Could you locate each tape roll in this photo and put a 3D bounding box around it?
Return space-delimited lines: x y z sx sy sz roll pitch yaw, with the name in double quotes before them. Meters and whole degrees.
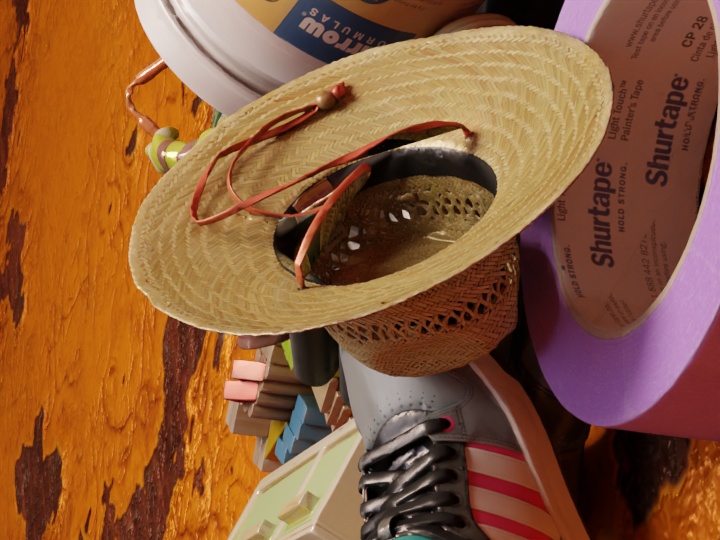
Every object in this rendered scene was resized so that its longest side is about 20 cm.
"tape roll" 0.125 -0.040 0.763 0.200 0.065 0.201 -172 90 -73

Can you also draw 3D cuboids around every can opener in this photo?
"can opener" 0.000 0.000 0.960 0.067 0.053 0.200 -60 -11 -19

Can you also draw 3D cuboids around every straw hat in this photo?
"straw hat" 0.017 -0.007 0.810 0.201 0.201 0.085 -116 0 -60

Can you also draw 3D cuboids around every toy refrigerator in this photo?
"toy refrigerator" -0.016 0.132 1.078 0.076 0.070 0.200 -60 9 -24

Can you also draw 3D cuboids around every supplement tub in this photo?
"supplement tub" 0.003 -0.166 0.923 0.200 0.144 0.145 -48 35 35

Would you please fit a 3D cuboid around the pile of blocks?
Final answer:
"pile of blocks" -0.041 0.066 1.239 0.200 0.062 0.082 117 155 -47

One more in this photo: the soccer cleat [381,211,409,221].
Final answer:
"soccer cleat" 0.009 -0.087 1.110 0.069 0.085 0.201 127 147 -56

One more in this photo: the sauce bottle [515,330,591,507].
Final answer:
"sauce bottle" 0.057 0.106 0.906 0.066 0.066 0.200 -103 26 -49

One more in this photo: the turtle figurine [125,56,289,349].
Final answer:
"turtle figurine" -0.037 -0.042 1.065 0.199 0.064 0.162 -5 103 33

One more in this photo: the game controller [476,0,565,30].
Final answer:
"game controller" 0.090 -0.126 0.969 0.200 0.042 0.105 140 150 -64

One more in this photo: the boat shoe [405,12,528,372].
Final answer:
"boat shoe" 0.057 -0.012 0.936 0.063 0.073 0.201 41 133 52

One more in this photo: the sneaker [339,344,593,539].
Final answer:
"sneaker" 0.019 0.103 0.814 0.084 0.121 0.200 -41 70 36

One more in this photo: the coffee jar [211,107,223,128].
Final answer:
"coffee jar" -0.042 -0.085 1.220 0.200 0.085 0.105 -88 7 -55
